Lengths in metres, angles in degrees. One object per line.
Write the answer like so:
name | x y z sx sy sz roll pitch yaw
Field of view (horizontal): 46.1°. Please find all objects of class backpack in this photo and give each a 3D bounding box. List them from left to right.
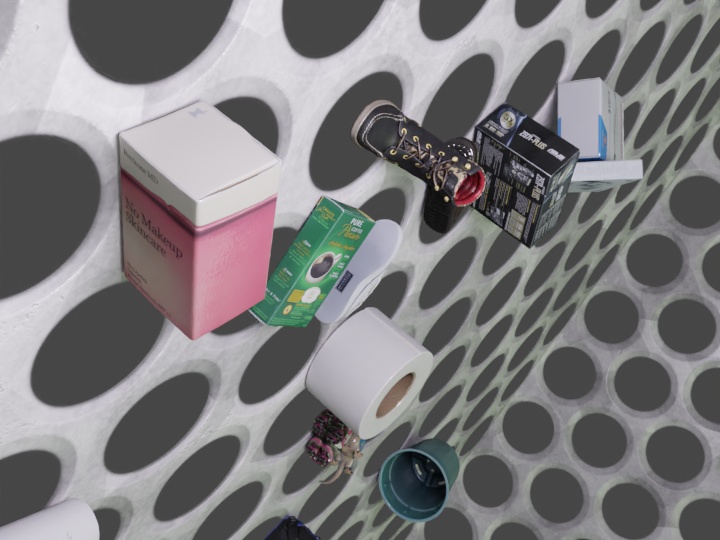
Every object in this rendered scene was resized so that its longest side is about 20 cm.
backpack | -0.131 0.682 1.915 0.163 0.200 0.168 -45 156 -16

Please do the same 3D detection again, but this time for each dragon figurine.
dragon figurine | -0.023 0.383 1.834 0.100 0.059 0.201 -63 178 -58

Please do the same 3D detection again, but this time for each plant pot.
plant pot | 0.178 0.562 2.343 0.201 0.200 0.196 -60 164 18

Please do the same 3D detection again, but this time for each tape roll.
tape roll | 0.017 0.187 1.550 0.203 0.139 0.203 -41 154 -25

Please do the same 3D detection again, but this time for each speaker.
speaker | -0.426 0.353 1.051 0.200 0.081 0.081 -12 135 -56

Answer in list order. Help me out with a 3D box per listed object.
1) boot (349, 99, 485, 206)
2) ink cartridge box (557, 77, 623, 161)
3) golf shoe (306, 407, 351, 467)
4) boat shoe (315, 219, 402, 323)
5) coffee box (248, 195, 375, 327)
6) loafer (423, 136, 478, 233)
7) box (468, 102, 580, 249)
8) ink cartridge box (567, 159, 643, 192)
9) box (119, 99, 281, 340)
boot | 0.083 -0.156 1.158 0.073 0.150 0.200 -55 157 9
ink cartridge box | 0.449 -0.279 1.646 0.200 0.083 0.146 0 89 -61
golf shoe | -0.050 0.312 1.701 0.092 0.073 0.200 -43 166 -38
boat shoe | 0.000 0.000 1.351 0.200 0.074 0.065 -48 163 16
coffee box | -0.067 -0.009 1.232 0.200 0.044 0.123 -56 157 11
loafer | 0.153 -0.152 1.414 0.071 0.073 0.200 -47 163 -36
box | 0.277 -0.165 1.489 0.086 0.164 0.200 -39 153 -24
ink cartridge box | 0.397 -0.175 1.601 0.200 0.199 0.041 167 -79 -82
box | -0.169 -0.050 0.880 0.109 0.128 0.201 -32 149 -36
